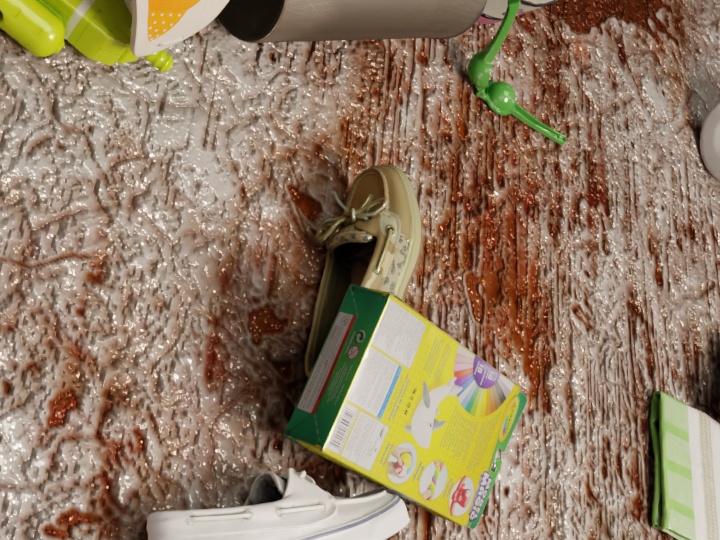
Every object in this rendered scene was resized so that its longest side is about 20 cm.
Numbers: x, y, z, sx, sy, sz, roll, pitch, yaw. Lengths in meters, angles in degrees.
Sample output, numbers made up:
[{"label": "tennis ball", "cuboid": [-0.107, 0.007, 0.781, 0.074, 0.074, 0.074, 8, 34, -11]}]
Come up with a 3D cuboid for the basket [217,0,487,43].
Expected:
[{"label": "basket", "cuboid": [-0.019, -0.256, 0.919, 0.198, 0.137, 0.180, -19, 52, -40]}]

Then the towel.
[{"label": "towel", "cuboid": [0.357, 0.222, 1.108, 0.198, 0.031, 0.151, 29, 50, -27]}]

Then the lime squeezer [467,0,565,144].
[{"label": "lime squeezer", "cuboid": [0.145, -0.187, 1.089, 0.201, 0.070, 0.038, 57, 16, -48]}]

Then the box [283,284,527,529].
[{"label": "box", "cuboid": [0.044, 0.105, 0.807, 0.199, 0.048, 0.119, 36, 74, -40]}]

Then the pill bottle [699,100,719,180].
[{"label": "pill bottle", "cuboid": [0.520, -0.149, 1.375, 0.198, 0.113, 0.116, 7, 65, -40]}]

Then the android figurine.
[{"label": "android figurine", "cuboid": [-0.203, -0.226, 0.800, 0.199, 0.041, 0.184, 38, 48, -19]}]

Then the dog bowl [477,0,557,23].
[{"label": "dog bowl", "cuboid": [0.123, -0.343, 1.136, 0.198, 0.073, 0.203, 20, 58, -35]}]

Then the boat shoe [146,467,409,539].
[{"label": "boat shoe", "cuboid": [-0.048, 0.162, 0.728, 0.198, 0.073, 0.066, -6, 77, -45]}]

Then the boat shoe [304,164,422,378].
[{"label": "boat shoe", "cuboid": [0.000, 0.000, 0.852, 0.062, 0.073, 0.203, 26, 55, -34]}]

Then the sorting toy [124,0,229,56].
[{"label": "sorting toy", "cuboid": [-0.118, -0.283, 0.777, 0.179, 0.107, 0.202, -26, 84, -30]}]
